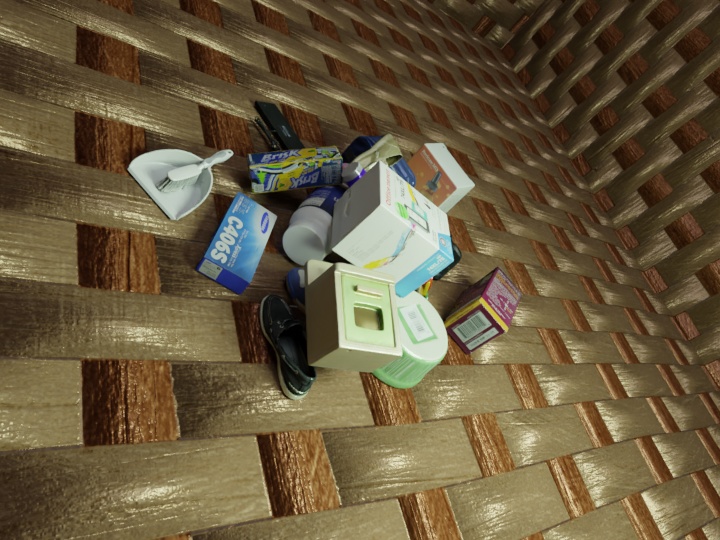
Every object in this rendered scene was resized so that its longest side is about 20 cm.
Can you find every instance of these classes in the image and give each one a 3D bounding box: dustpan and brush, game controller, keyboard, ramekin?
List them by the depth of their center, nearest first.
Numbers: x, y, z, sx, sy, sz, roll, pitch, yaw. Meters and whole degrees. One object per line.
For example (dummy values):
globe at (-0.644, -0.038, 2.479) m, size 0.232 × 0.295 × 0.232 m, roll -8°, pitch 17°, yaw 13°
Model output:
dustpan and brush at (-0.323, -0.192, 1.003) m, size 0.140 × 0.057 × 0.200 m, roll 48°, pitch 37°, yaw 1°
ramekin at (0.088, 0.132, 1.079) m, size 0.198 × 0.098 × 0.202 m, roll 26°, pitch 42°, yaw -25°
keyboard at (-0.206, -0.342, 1.288) m, size 0.201 × 0.021 × 0.127 m, roll 56°, pitch 32°, yaw 12°
game controller at (0.218, -0.044, 1.426) m, size 0.199 × 0.042 × 0.105 m, roll -33°, pitch 96°, yaw -52°

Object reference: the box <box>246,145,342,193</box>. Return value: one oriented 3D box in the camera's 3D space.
box at (-0.141, -0.218, 1.115) m, size 0.197 × 0.065 × 0.070 m, roll -8°, pitch 36°, yaw -13°

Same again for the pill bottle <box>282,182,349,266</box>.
pill bottle at (-0.085, -0.102, 1.109) m, size 0.115 × 0.116 × 0.201 m, roll 39°, pitch 38°, yaw -9°

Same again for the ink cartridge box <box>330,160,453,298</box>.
ink cartridge box at (0.061, -0.079, 1.030) m, size 0.199 × 0.146 × 0.148 m, roll 33°, pitch 36°, yaw -27°

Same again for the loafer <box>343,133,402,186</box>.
loafer at (0.028, -0.242, 1.213) m, size 0.067 × 0.076 × 0.200 m, roll 39°, pitch 71°, yaw 10°

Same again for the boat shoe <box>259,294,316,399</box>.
boat shoe at (-0.123, 0.120, 0.911) m, size 0.074 × 0.066 × 0.201 m, roll 10°, pitch 50°, yaw -38°

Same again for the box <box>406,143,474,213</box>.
box at (0.176, -0.219, 1.400) m, size 0.106 × 0.200 × 0.153 m, roll -18°, pitch 69°, yaw -50°

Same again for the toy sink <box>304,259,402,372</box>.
toy sink at (-0.014, 0.060, 0.901) m, size 0.129 × 0.112 × 0.202 m, roll 14°, pitch 57°, yaw -31°

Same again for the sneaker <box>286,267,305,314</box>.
sneaker at (-0.062, 0.063, 1.006) m, size 0.201 × 0.088 × 0.075 m, roll 50°, pitch 39°, yaw 6°

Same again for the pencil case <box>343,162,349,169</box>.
pencil case at (-0.014, -0.162, 1.260) m, size 0.087 × 0.087 × 0.201 m, roll -11°, pitch 65°, yaw -48°

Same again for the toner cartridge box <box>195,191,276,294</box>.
toner cartridge box at (-0.231, -0.057, 0.985) m, size 0.094 × 0.043 × 0.201 m, roll 33°, pitch 39°, yaw -20°

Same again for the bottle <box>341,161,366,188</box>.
bottle at (0.031, -0.148, 1.143) m, size 0.200 × 0.065 × 0.084 m, roll 50°, pitch 40°, yaw -32°

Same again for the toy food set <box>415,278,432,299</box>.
toy food set at (0.140, -0.017, 1.203) m, size 0.048 × 0.199 × 0.202 m, roll 7°, pitch 49°, yaw -2°

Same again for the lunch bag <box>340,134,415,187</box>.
lunch bag at (0.038, -0.242, 1.339) m, size 0.132 × 0.136 × 0.201 m, roll -20°, pitch 73°, yaw -50°

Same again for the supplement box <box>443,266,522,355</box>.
supplement box at (0.309, 0.099, 1.302) m, size 0.103 × 0.131 × 0.200 m, roll 47°, pitch 38°, yaw -1°
